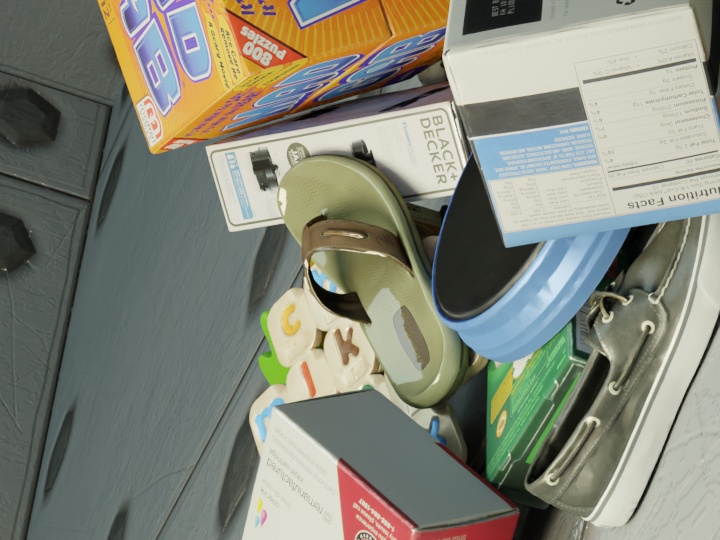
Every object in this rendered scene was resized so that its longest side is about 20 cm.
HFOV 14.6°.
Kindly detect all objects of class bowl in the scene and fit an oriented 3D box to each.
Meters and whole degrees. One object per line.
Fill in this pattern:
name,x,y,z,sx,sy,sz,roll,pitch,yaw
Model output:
bowl,0.105,-0.045,1.629,0.201,0.039,0.201,-53,21,30

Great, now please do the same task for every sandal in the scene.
sandal,0.001,0.000,1.720,0.201,0.057,0.080,56,129,38

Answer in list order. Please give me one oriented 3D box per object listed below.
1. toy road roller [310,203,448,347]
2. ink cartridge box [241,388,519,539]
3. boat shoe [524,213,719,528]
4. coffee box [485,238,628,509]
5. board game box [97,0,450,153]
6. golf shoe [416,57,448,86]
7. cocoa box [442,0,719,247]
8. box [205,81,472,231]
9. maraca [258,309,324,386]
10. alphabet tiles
toy road roller,0.016,0.029,1.928,0.200,0.123,0.146,-100,25,-75
ink cartridge box,-0.001,0.194,1.657,0.146,0.083,0.200,38,124,41
boat shoe,0.144,0.040,1.482,0.069,0.057,0.200,-122,50,-75
coffee box,0.117,0.027,1.657,0.200,0.044,0.123,-87,19,-48
board game box,-0.048,-0.215,1.786,0.200,0.200,0.200,-29,79,66
golf shoe,0.078,-0.102,1.903,0.200,0.094,0.078,-87,19,-45
cocoa box,0.127,-0.128,1.483,0.200,0.133,0.131,-81,-23,-51
box,0.015,-0.079,1.816,0.117,0.200,0.060,-27,-76,-53
maraca,-0.009,0.107,1.854,0.200,0.107,0.137,48,148,31
alphabet tiles,0.004,0.072,1.757,0.200,0.015,0.196,-44,50,32
